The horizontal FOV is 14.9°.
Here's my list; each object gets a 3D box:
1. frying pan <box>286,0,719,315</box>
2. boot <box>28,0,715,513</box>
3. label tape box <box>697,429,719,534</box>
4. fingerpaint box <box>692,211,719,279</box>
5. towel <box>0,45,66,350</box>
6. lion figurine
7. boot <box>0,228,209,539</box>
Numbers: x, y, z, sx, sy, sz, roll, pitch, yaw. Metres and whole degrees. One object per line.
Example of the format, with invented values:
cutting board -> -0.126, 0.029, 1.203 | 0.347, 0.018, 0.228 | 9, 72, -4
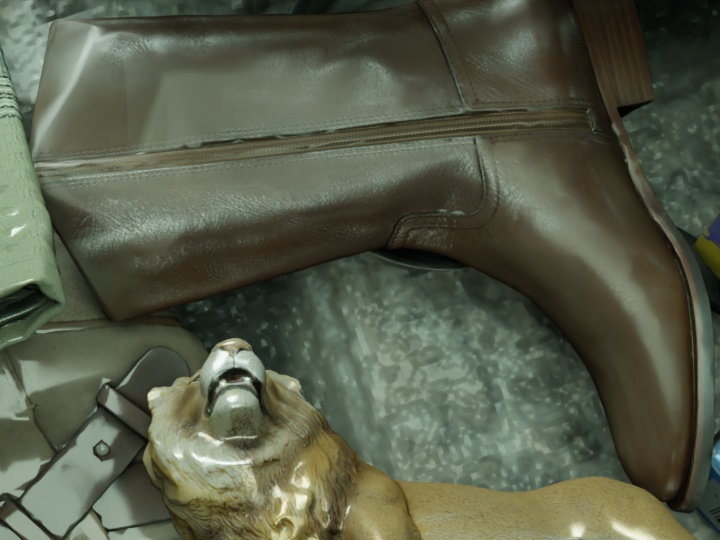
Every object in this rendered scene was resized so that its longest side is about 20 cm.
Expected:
frying pan -> 0.061, -0.049, 0.917 | 0.190, 0.031, 0.115 | 12, 83, -13
boot -> 0.000, 0.000, 0.856 | 0.200, 0.064, 0.186 | -9, 76, -14
label tape box -> 0.223, 0.051, 0.892 | 0.200, 0.066, 0.143 | -41, 84, -14
fingerpaint box -> 0.230, 0.010, 0.832 | 0.167, 0.073, 0.200 | -39, 82, -13
towel -> -0.187, -0.005, 0.823 | 0.193, 0.200, 0.035 | -19, 124, -1
lion figurine -> 0.034, 0.084, 0.820 | 0.200, 0.122, 0.072 | 15, 113, -18
boot -> -0.140, 0.064, 0.860 | 0.200, 0.070, 0.146 | -29, 83, -9
